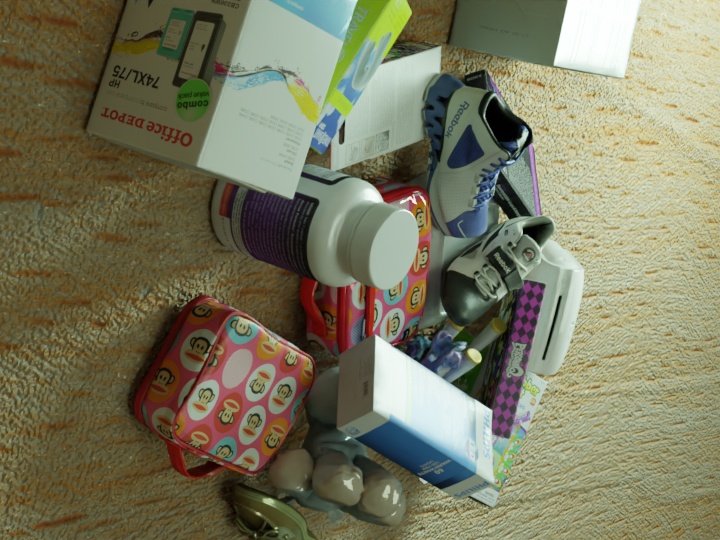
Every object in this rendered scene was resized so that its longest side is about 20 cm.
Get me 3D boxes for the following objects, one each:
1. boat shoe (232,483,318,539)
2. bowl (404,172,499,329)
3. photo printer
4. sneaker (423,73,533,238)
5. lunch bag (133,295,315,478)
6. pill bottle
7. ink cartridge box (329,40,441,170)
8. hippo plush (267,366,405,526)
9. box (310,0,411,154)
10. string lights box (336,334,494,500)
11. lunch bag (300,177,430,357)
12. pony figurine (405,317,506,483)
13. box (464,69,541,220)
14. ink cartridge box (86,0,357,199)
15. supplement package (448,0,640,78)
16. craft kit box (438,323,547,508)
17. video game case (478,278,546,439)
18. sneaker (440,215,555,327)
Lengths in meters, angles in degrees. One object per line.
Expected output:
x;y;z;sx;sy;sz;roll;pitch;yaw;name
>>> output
-0.104;0.313;1.541;0.063;0.073;0.201;-61;153;-22;boat shoe
0.110;-0.024;1.677;0.200;0.074;0.200;-24;125;-50;bowl
0.257;0.052;1.841;0.200;0.069;0.167;-89;-168;-78;photo printer
0.140;-0.126;1.528;0.080;0.115;0.200;-34;126;-43;sneaker
-0.144;0.137;1.385;0.177;0.082;0.200;-63;146;-11;lunch bag
-0.044;-0.048;1.328;0.111;0.200;0.112;-29;129;-44;pill bottle
0.014;-0.188;1.479;0.200;0.050;0.109;-25;125;-46;ink cartridge box
-0.011;0.198;1.509;0.200;0.159;0.161;87;17;-71;hippo plush
-0.025;-0.197;1.311;0.200;0.048;0.122;-58;173;4;box
0.065;0.166;1.466;0.200;0.059;0.103;35;40;-32;string lights box
0.000;0.000;1.518;0.176;0.082;0.201;-20;120;-45;lunch bag
0.079;0.146;1.633;0.200;0.166;0.193;-50;175;30;pony figurine
0.187;-0.147;1.700;0.200;0.036;0.143;48;34;-54;box
-0.124;-0.187;1.193;0.146;0.146;0.201;16;92;-57;ink cartridge box
0.237;-0.332;1.632;0.200;0.151;0.151;-4;109;-54;supplement package
0.149;0.203;1.816;0.200;0.048;0.198;31;77;-36;craft kit box
0.191;0.116;1.706;0.181;0.036;0.201;108;-4;-86;video game case
0.172;-0.010;1.610;0.074;0.088;0.200;52;51;-13;sneaker
